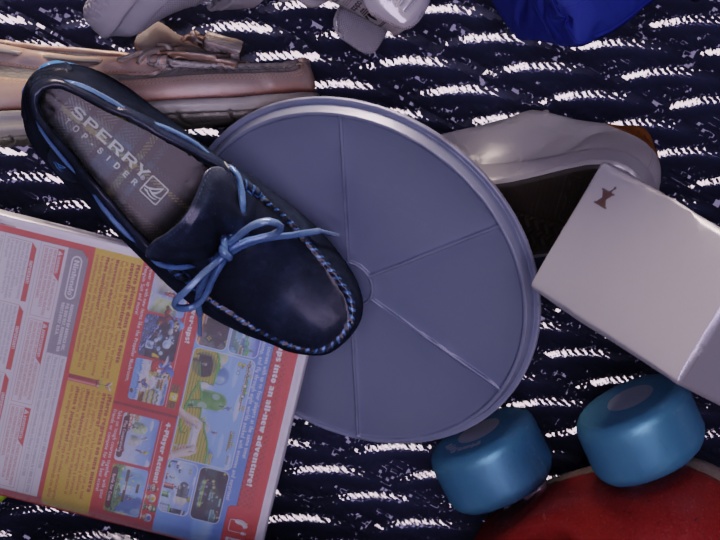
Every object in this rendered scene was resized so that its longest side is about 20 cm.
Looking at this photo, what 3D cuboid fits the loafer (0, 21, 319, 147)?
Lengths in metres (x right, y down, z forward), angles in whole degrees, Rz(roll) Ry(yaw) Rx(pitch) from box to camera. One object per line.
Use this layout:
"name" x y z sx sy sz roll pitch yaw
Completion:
"loafer" -0.122 -0.103 0.905 0.198 0.072 0.063 -6 90 3

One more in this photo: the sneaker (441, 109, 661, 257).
"sneaker" 0.061 -0.042 0.922 0.198 0.085 0.073 -2 119 19

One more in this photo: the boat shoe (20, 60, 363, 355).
"boat shoe" -0.087 -0.021 0.842 0.199 0.069 0.084 32 94 -6

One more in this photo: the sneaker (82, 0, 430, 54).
"sneaker" -0.035 -0.149 0.874 0.200 0.075 0.115 -38 97 -19

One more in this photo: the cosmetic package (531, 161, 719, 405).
"cosmetic package" 0.185 0.027 0.853 0.199 0.101 0.072 26 98 -47

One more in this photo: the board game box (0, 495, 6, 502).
"board game box" -0.244 0.035 0.928 0.101 0.048 0.200 -41 96 4

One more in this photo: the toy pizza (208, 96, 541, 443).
"toy pizza" 0.000 0.000 0.901 0.199 0.032 0.201 12 123 19

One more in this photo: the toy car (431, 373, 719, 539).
"toy car" 0.103 0.185 0.853 0.176 0.200 0.185 -16 107 37

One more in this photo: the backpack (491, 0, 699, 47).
"backpack" 0.148 -0.214 0.842 0.199 0.168 0.163 -32 109 -9

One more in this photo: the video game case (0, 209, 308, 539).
"video game case" -0.131 0.056 0.897 0.198 0.017 0.144 14 97 -1
